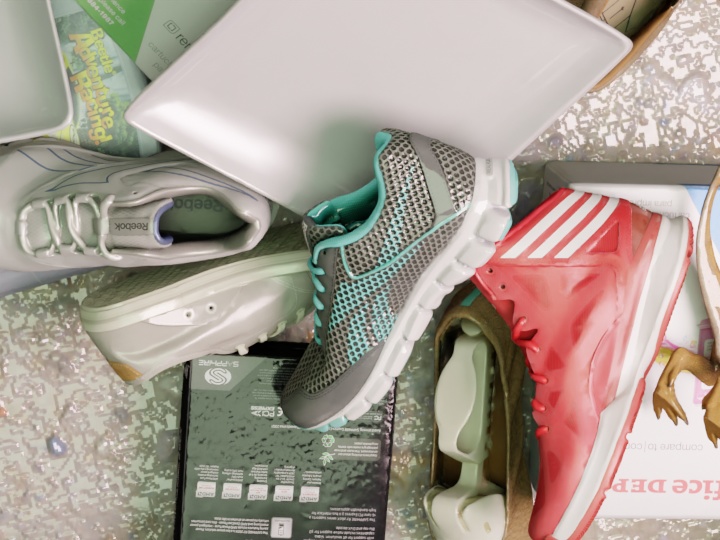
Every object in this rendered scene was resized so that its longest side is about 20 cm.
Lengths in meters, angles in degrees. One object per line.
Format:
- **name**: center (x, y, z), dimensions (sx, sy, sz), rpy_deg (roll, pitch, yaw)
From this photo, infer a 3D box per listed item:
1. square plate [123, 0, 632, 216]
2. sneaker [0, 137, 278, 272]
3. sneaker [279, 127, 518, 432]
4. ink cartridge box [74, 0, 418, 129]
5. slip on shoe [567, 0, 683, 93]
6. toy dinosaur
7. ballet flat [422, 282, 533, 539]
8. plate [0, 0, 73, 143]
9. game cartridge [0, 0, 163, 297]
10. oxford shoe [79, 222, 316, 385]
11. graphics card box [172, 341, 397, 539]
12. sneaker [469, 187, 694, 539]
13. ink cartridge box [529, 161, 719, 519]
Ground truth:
- **square plate**: center (0.009, -0.107, 1.364), dimensions (0.200, 0.028, 0.198), rpy_deg (28, 125, -32)
- **sneaker**: center (-0.143, -0.034, 1.412), dimensions (0.199, 0.087, 0.075), rpy_deg (-6, 103, -4)
- **sneaker**: center (0.000, 0.000, 1.407), dimensions (0.091, 0.078, 0.200), rpy_deg (27, 115, -17)
- **ink cartridge box**: center (-0.047, -0.185, 1.385), dimensions (0.200, 0.088, 0.145), rpy_deg (-35, 111, 22)
- **slip on shoe**: center (0.169, -0.175, 1.446), dimensions (0.200, 0.061, 0.076), rpy_deg (-42, 123, -12)
- **toy dinosaur**: center (0.211, 0.041, 1.439), dimensions (0.106, 0.060, 0.200), rpy_deg (-44, 111, -23)
- **ballet flat**: center (0.065, 0.107, 1.498), dimensions (0.068, 0.072, 0.201), rpy_deg (8, 102, 26)
- **plate**: center (-0.264, -0.155, 1.405), dimensions (0.199, 0.032, 0.200), rpy_deg (-12, 88, 9)
- **game cartridge**: center (-0.185, -0.093, 1.458), dimensions (0.133, 0.041, 0.201), rpy_deg (-17, 102, -7)
- **oxford shoe**: center (-0.064, 0.015, 1.457), dimensions (0.200, 0.075, 0.058), rpy_deg (-20, 105, -24)
- **graphics card box**: center (-0.047, 0.142, 1.508), dimensions (0.125, 0.051, 0.201), rpy_deg (2, 101, -6)
- **sneaker**: center (0.102, 0.049, 1.422), dimensions (0.115, 0.078, 0.201), rpy_deg (20, 87, 3)
- **ink cartridge box**: center (0.178, 0.042, 1.498), dimensions (0.144, 0.085, 0.201), rpy_deg (1, 102, -6)
